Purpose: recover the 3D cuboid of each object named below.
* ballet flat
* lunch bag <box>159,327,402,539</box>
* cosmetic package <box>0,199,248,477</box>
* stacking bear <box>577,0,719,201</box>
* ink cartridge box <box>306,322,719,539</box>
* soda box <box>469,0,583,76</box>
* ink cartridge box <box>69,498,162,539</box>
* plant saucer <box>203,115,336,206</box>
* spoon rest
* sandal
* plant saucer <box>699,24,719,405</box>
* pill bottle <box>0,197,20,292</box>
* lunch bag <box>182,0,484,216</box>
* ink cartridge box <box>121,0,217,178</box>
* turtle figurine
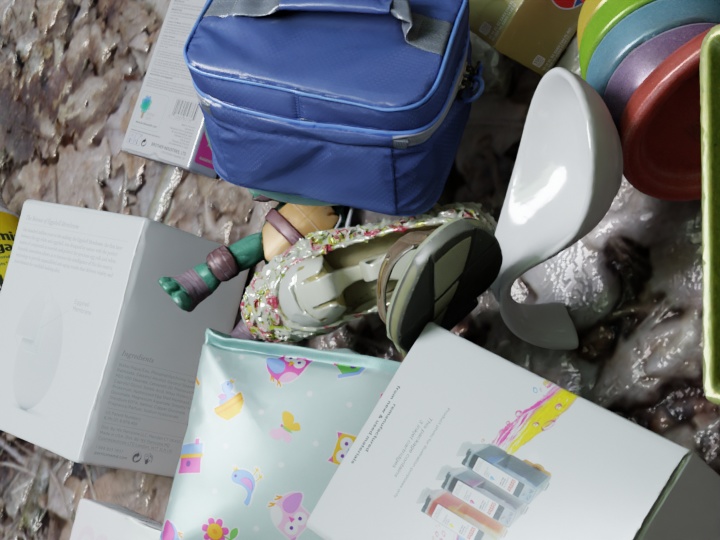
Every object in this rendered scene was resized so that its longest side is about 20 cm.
[{"bbox_3d":[0.000,0.000,0.944,0.199,0.064,0.076,-22,93,12],"label":"ballet flat"},{"bbox_3d":[-0.019,0.139,0.924,0.199,0.122,0.171,9,80,12],"label":"lunch bag"},{"bbox_3d":[-0.218,0.055,1.160,0.199,0.123,0.201,10,85,47],"label":"cosmetic package"},{"bbox_3d":[0.186,-0.150,0.834,0.114,0.121,0.201,-34,44,24],"label":"stacking bear"},{"bbox_3d":[0.104,0.148,0.762,0.200,0.145,0.145,27,81,46],"label":"ink cartridge box"},{"bbox_3d":[0.146,-0.242,0.932,0.200,0.064,0.068,-58,44,15],"label":"soda box"},{"bbox_3d":[-0.182,0.288,1.098,0.200,0.057,0.163,8,81,52],"label":"ink cartridge box"},{"bbox_3d":[-0.022,-0.136,1.008,0.199,0.027,0.201,-4,55,5],"label":"plant saucer"},{"bbox_3d":[0.114,-0.029,0.812,0.100,0.060,0.201,-108,14,-45],"label":"spoon rest"},{"bbox_3d":[0.037,0.010,0.843,0.080,0.201,0.057,-36,79,-11],"label":"sandal"},{"bbox_3d":[0.266,-0.036,0.649,0.199,0.048,0.201,-7,76,40],"label":"plant saucer"},{"bbox_3d":[-0.369,0.008,1.340,0.113,0.112,0.200,-52,46,19],"label":"pill bottle"},{"bbox_3d":[-0.012,-0.133,0.908,0.199,0.133,0.136,10,58,15],"label":"lunch bag"},{"bbox_3d":[-0.146,-0.192,1.234,0.119,0.042,0.201,19,93,48],"label":"ink cartridge box"},{"bbox_3d":[-0.052,-0.029,1.037,0.150,0.101,0.200,41,88,27],"label":"turtle figurine"}]
